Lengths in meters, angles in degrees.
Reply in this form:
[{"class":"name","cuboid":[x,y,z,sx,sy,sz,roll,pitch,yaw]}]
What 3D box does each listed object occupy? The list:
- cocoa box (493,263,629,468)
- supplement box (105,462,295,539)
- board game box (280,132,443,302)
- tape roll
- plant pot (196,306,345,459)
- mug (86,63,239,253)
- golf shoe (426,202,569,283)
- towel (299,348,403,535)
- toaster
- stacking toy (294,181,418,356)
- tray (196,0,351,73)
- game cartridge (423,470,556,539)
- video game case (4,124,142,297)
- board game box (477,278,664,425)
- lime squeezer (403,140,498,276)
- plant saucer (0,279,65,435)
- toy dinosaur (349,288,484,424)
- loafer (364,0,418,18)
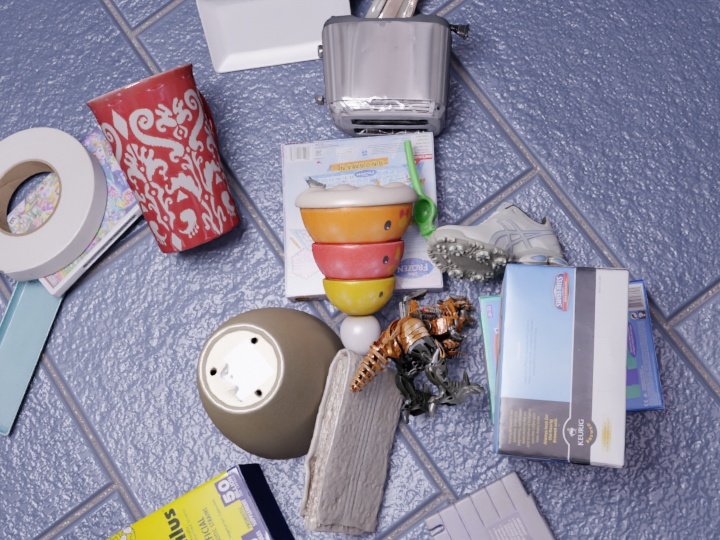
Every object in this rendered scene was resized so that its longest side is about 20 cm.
[{"class":"cocoa box","cuboid":[0.213,0.105,0.915,0.129,0.133,0.203,3,79,9]},{"class":"supplement box","cuboid":[-0.192,0.320,0.976,0.199,0.110,0.110,-30,77,0]},{"class":"board game box","cuboid":[0.001,-0.067,1.068,0.197,0.041,0.202,-3,78,5]},{"class":"tape roll","cuboid":[-0.429,-0.088,1.103,0.200,0.037,0.205,-4,71,12]},{"class":"plant pot","cuboid":[-0.111,0.120,0.962,0.185,0.200,0.190,-1,78,6]},{"class":"mug","cuboid":[-0.218,-0.143,1.046,0.177,0.133,0.202,-32,109,-38]},{"class":"golf shoe","cuboid":[0.157,-0.037,1.000,0.198,0.078,0.098,12,62,-33]},{"class":"towel","cuboid":[-0.007,0.202,0.973,0.034,0.132,0.203,6,76,35]},{"class":"toaster","cuboid":[0.041,-0.243,1.067,0.197,0.114,0.131,1,82,5]},{"class":"stacking toy","cuboid":[0.000,0.000,0.989,0.144,0.146,0.203,-3,98,6]},{"class":"tray","cuboid":[-0.109,-0.328,1.118,0.197,0.108,0.022,-7,37,5]},{"class":"game cartridge","cuboid":[0.173,0.349,0.968,0.128,0.038,0.202,-26,77,-3]},{"class":"video game case","cuboid":[-0.371,-0.083,1.116,0.200,0.018,0.143,-46,67,-4]},{"class":"board game box","cuboid":[0.246,0.098,1.004,0.197,0.045,0.154,-6,78,5]},{"class":"lime squeezer","cuboid":[0.097,-0.064,1.018,0.070,0.038,0.201,-38,94,-26]},{"class":"plant saucer","cuboid":[-0.447,0.107,1.096,0.069,0.019,0.202,17,81,9]},{"class":"toy dinosaur","cuboid":[0.065,0.098,0.984,0.198,0.102,0.137,-24,89,-18]},{"class":"loafer","cuboid":[0.076,-0.398,1.122,0.062,0.072,0.201,31,89,-5]}]
